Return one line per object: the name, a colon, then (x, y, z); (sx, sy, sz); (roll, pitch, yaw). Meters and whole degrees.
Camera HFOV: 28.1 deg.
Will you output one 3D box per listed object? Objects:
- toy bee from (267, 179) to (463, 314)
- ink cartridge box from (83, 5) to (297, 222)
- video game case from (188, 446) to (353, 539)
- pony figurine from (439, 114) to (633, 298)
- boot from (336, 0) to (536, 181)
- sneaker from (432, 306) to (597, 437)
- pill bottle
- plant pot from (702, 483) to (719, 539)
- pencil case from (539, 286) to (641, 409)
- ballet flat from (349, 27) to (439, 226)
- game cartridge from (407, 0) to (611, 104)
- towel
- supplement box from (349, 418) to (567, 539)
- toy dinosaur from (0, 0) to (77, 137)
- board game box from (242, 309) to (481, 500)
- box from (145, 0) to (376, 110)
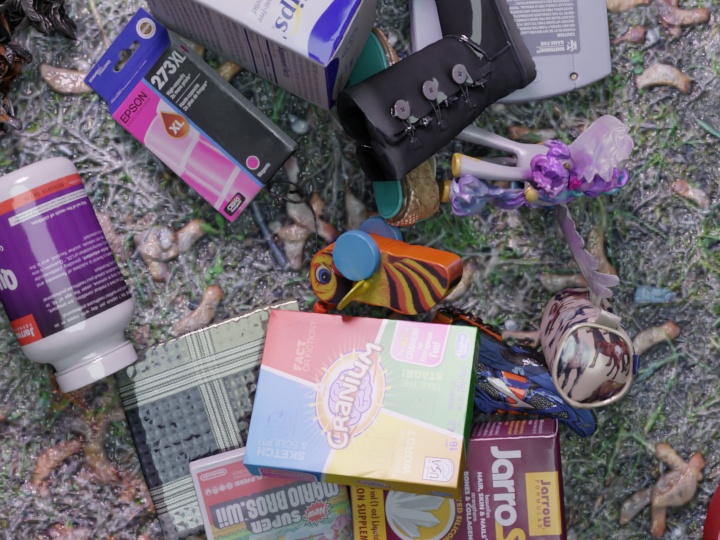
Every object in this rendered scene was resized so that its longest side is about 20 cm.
toy bee: (0.000, 0.000, 1.379); (0.130, 0.200, 0.110); (-11, 126, -41)
ink cartridge box: (-0.163, -0.147, 1.359); (0.200, 0.037, 0.095); (42, 104, -3)
video game case: (-0.074, 0.259, 1.383); (0.141, 0.017, 0.202); (-14, 107, -8)
pony figurine: (0.178, -0.086, 1.359); (0.198, 0.194, 0.168); (5, 118, -7)
boot: (0.053, -0.197, 1.328); (0.199, 0.066, 0.166); (-35, 97, -24)
sneaker: (0.145, 0.111, 1.417); (0.199, 0.075, 0.079); (30, 103, -5)
pill bottle: (-0.279, 0.005, 1.322); (0.112, 0.112, 0.202); (-23, 94, -7)
plant pot: (0.457, 0.276, 1.405); (0.198, 0.182, 0.203); (0, 91, -6)
pencil case: (0.215, 0.067, 1.360); (0.077, 0.200, 0.090); (32, 100, -2)
ballet flat: (0.036, -0.137, 1.386); (0.065, 0.070, 0.202); (3, 72, -37)
game cartridge: (0.147, -0.233, 1.419); (0.198, 0.042, 0.135); (-5, 96, -8)
towel: (-0.122, 0.145, 1.394); (0.198, 0.035, 0.195); (-18, 91, -5)
supplement box: (0.093, 0.215, 1.362); (0.198, 0.103, 0.133); (-5, 91, 9)
toy dinosaur: (-0.346, -0.227, 1.322); (0.134, 0.102, 0.202); (-16, 116, 9)
board game box: (0.003, 0.121, 1.318); (0.198, 0.040, 0.155); (4, 68, 12)
box: (-0.091, -0.250, 1.294); (0.199, 0.184, 0.106); (28, 85, 2)
